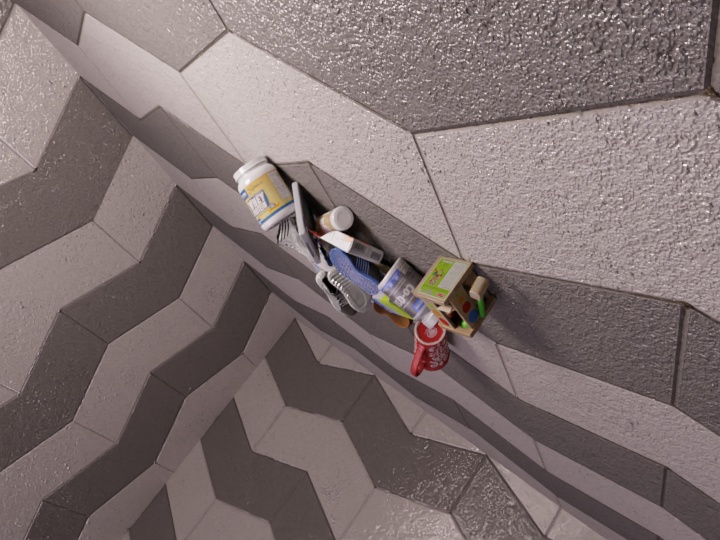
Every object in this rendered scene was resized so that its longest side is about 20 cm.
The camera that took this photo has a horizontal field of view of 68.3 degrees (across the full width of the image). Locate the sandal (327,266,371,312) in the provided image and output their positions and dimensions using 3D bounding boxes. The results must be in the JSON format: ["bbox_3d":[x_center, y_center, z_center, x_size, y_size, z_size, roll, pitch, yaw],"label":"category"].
[{"bbox_3d":[-0.034,0.056,1.797,0.203,0.082,0.050,49,178,-23],"label":"sandal"}]

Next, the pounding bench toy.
[{"bbox_3d":[0.260,0.076,1.298,0.156,0.125,0.198,48,163,-28],"label":"pounding bench toy"}]

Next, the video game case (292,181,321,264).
[{"bbox_3d":[-0.172,-0.151,1.708,0.183,0.023,0.205,67,-170,-59],"label":"video game case"}]

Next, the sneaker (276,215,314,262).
[{"bbox_3d":[-0.220,-0.097,1.795,0.077,0.112,0.203,-100,-8,-47],"label":"sneaker"}]

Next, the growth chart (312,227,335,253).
[{"bbox_3d":[-0.087,-0.082,1.781,0.200,0.018,0.146,45,-155,-24],"label":"growth chart"}]

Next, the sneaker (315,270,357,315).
[{"bbox_3d":[-0.078,0.090,1.845,0.200,0.075,0.115,46,176,-13],"label":"sneaker"}]

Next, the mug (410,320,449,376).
[{"bbox_3d":[0.240,0.265,1.818,0.129,0.182,0.202,4,150,11],"label":"mug"}]

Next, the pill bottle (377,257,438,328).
[{"bbox_3d":[0.157,0.070,1.559,0.199,0.115,0.114,39,165,3],"label":"pill bottle"}]

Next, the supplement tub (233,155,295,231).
[{"bbox_3d":[-0.304,-0.248,1.708,0.203,0.143,0.144,57,163,-5],"label":"supplement tub"}]

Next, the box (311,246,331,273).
[{"bbox_3d":[-0.073,-0.006,1.943,0.198,0.102,0.113,31,163,33],"label":"box"}]

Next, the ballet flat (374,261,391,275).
[{"bbox_3d":[0.064,0.005,1.704,0.198,0.071,0.071,32,163,32],"label":"ballet flat"}]

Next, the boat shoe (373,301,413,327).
[{"bbox_3d":[0.131,0.147,1.950,0.198,0.069,0.073,31,119,47],"label":"boat shoe"}]

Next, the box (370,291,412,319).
[{"bbox_3d":[0.109,0.108,1.784,0.120,0.048,0.199,33,172,-17],"label":"box"}]

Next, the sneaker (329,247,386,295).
[{"bbox_3d":[-0.005,-0.008,1.640,0.199,0.078,0.071,41,130,4],"label":"sneaker"}]

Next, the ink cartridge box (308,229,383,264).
[{"bbox_3d":[-0.044,-0.091,1.639,0.198,0.051,0.160,33,-172,40],"label":"ink cartridge box"}]

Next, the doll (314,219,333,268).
[{"bbox_3d":[-0.120,-0.072,1.858,0.204,0.048,0.136,60,159,4],"label":"doll"}]

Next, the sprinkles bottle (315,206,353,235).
[{"bbox_3d":[-0.082,-0.149,1.629,0.068,0.069,0.199,43,166,-13],"label":"sprinkles bottle"}]
